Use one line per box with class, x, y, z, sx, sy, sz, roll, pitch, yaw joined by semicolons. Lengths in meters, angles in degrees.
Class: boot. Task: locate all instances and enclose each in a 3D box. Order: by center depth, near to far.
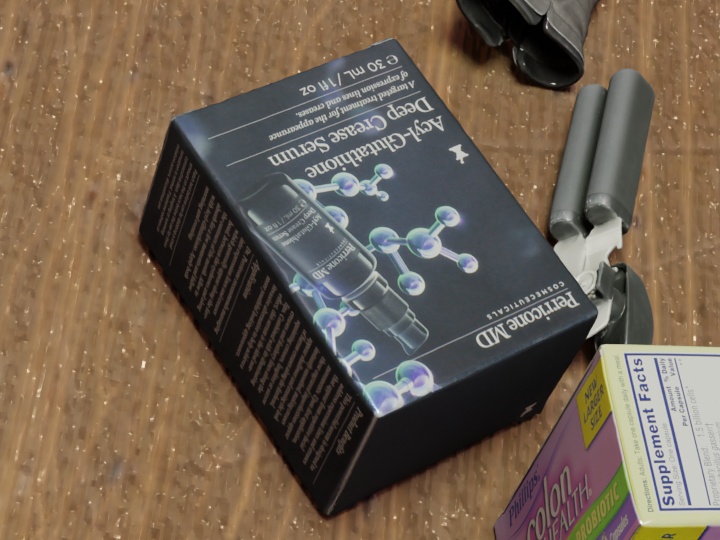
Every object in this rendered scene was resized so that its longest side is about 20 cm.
boot;0.081;-0.214;1.304;0.200;0.070;0.132;39;50;-17

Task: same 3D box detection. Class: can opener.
can opener;0.140;-0.028;1.249;0.066;0.052;0.201;38;47;-33

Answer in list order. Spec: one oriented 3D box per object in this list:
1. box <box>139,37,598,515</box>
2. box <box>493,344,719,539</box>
box;0.000;0.000;1.143;0.148;0.107;0.200;-23;66;-30
box;0.190;0.125;1.070;0.198;0.176;0.097;2;55;-16
